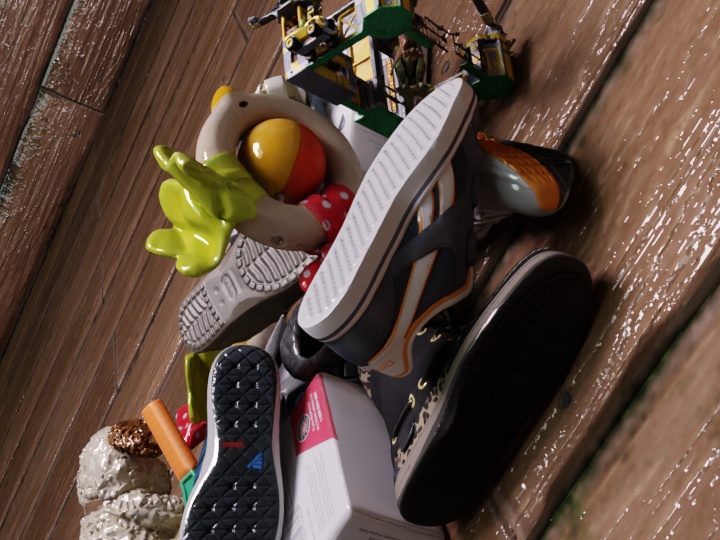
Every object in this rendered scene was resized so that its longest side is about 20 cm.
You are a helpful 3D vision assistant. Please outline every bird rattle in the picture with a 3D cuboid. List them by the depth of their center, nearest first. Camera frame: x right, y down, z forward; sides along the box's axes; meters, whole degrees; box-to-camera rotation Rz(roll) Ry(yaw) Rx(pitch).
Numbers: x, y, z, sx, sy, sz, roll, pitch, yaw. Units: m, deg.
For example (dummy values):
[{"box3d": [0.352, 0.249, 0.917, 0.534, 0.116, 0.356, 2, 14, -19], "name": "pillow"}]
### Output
[{"box3d": [-0.051, -0.061, 0.694, 0.113, 0.196, 0.165, 117, 159, -54], "name": "bird rattle"}, {"box3d": [-0.125, 0.120, 0.994, 0.165, 0.111, 0.200, -64, 2, -28], "name": "bird rattle"}]

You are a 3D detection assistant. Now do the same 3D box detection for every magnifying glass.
[{"box3d": [-0.149, 0.209, 0.900, 0.080, 0.022, 0.201, -44, 70, 22], "name": "magnifying glass"}]

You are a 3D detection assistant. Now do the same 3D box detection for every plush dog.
[{"box3d": [-0.241, 0.245, 0.980, 0.200, 0.158, 0.174, -44, 60, 45], "name": "plush dog"}]

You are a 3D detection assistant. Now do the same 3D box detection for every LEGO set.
[{"box3d": [0.023, -0.196, 0.748, 0.153, 0.198, 0.118, -28, 61, 43], "name": "LEGO set"}]

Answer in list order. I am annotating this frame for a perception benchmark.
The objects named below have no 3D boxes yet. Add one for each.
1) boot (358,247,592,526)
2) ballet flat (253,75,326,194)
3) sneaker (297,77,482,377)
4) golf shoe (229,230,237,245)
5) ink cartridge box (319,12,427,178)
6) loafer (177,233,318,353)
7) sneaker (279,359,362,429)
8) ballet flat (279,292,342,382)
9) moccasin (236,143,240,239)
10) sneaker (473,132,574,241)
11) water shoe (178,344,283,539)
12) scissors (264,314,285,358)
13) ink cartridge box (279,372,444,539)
[{"box3d": [0.065, 0.050, 0.650, 0.202, 0.072, 0.151, -65, 24, 19], "name": "boot"}, {"box3d": [-0.063, -0.132, 0.841, 0.075, 0.073, 0.201, -56, 33, 26], "name": "ballet flat"}, {"box3d": [0.036, -0.026, 0.616, 0.078, 0.079, 0.202, -11, 46, 59], "name": "sneaker"}, {"box3d": [-0.094, -0.111, 1.067, 0.202, 0.091, 0.073, -62, 25, 13], "name": "golf shoe"}, {"box3d": [-0.008, -0.125, 0.910, 0.145, 0.084, 0.203, -38, 38, 48], "name": "ink cartridge box"}, {"box3d": [-0.084, 0.005, 0.861, 0.199, 0.067, 0.077, -35, 70, 27], "name": "loafer"}, {"box3d": [-0.034, 0.084, 0.835, 0.202, 0.073, 0.082, -61, 21, -5], "name": "sneaker"}, {"box3d": [0.000, 0.000, 0.765, 0.202, 0.066, 0.057, -63, 7, -17], "name": "ballet flat"}, {"box3d": [-0.092, -0.048, 1.013, 0.074, 0.076, 0.205, -110, 22, -70], "name": "moccasin"}, {"box3d": [0.086, -0.051, 0.697, 0.200, 0.074, 0.094, -145, 61, -65], "name": "sneaker"}, {"box3d": [-0.088, 0.158, 0.710, 0.079, 0.070, 0.203, 100, 177, -63], "name": "water shoe"}, {"box3d": [-0.106, 0.123, 0.879, 0.014, 0.072, 0.203, -59, -22, -59], "name": "scissors"}, {"box3d": [-0.035, 0.204, 0.720, 0.202, 0.085, 0.148, -59, 27, 24], "name": "ink cartridge box"}]
